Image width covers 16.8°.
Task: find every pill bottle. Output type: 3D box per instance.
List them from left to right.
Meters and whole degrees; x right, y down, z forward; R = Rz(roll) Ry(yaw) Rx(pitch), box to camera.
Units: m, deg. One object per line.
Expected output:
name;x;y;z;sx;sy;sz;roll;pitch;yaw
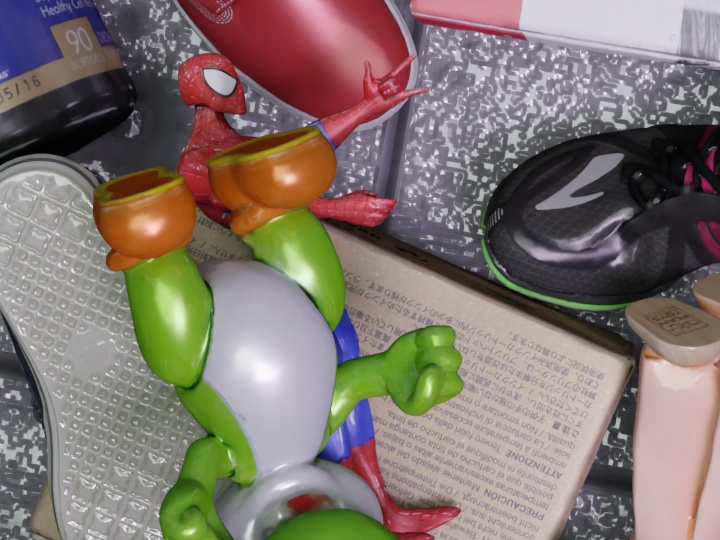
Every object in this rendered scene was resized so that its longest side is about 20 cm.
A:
pill bottle;-0.179;-0.131;0.976;0.111;0.112;0.201;-26;90;7

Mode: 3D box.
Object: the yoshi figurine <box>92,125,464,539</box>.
yoshi figurine;-0.024;0.059;0.840;0.112;0.112;0.201;-10;102;22

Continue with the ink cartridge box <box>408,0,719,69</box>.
ink cartridge box;0.130;-0.154;0.954;0.198;0.083;0.148;10;94;6

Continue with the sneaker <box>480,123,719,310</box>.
sneaker;0.143;-0.036;0.952;0.198;0.084;0.077;-10;70;3

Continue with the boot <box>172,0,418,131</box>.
boot;-0.060;-0.132;0.947;0.072;0.144;0.200;-44;89;5

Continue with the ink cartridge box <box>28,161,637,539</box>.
ink cartridge box;-0.009;0.067;0.985;0.199;0.075;0.166;24;97;4

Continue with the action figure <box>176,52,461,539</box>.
action figure;0.000;0.000;0.911;0.099;0.065;0.201;-27;90;16

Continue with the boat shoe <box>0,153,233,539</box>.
boat shoe;-0.093;0.046;0.929;0.074;0.062;0.201;-19;105;4

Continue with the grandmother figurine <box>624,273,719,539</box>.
grandmother figurine;0.127;0.107;0.953;0.121;0.061;0.201;-13;118;-25
